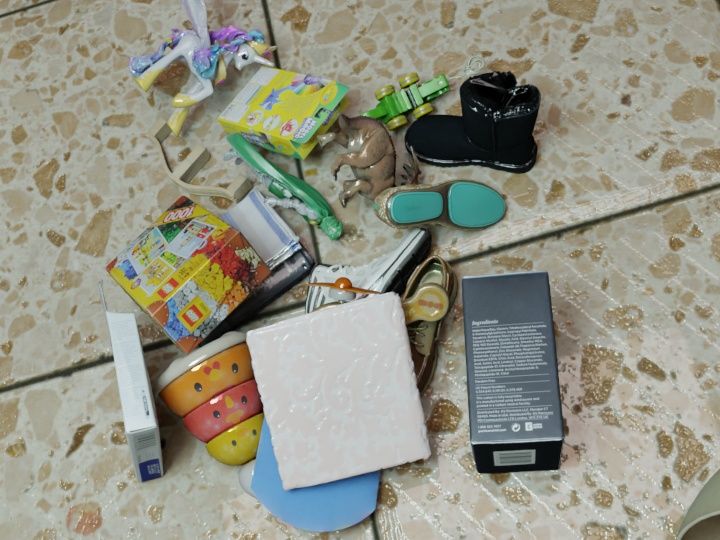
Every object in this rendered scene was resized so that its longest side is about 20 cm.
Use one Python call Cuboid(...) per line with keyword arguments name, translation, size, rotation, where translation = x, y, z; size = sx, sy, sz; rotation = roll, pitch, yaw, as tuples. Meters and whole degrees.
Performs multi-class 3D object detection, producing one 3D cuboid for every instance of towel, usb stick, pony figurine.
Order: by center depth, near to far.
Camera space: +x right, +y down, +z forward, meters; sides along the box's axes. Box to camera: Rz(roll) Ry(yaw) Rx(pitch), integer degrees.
Cuboid(name="towel", translation=(-0.024, 0.144, 1.118), size=(0.187, 0.032, 0.204), rotation=(-13, 97, -3))
Cuboid(name="usb stick", translation=(-0.152, 0.034, 1.298), size=(0.199, 0.033, 0.056), rotation=(-37, 64, -7))
Cuboid(name="towel", translation=(-0.191, -0.020, 1.316), size=(0.199, 0.024, 0.147), rotation=(-36, 48, -5))
Cuboid(name="pony figurine", translation=(-0.247, -0.330, 1.415), size=(0.199, 0.167, 0.194), rotation=(-37, 75, -6))

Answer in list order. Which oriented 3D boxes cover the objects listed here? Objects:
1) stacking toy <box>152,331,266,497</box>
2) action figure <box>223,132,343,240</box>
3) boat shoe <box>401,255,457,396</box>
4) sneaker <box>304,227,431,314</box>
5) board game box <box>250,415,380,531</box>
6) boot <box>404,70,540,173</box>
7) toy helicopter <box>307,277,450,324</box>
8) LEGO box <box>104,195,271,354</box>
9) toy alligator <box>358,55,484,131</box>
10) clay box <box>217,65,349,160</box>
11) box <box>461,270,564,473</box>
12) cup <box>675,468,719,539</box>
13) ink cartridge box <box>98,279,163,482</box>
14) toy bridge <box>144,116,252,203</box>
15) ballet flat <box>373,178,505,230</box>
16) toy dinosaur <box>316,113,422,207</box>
Cuboid(name="stacking toy", translation=(-0.159, 0.193, 1.196), size=(0.145, 0.146, 0.202), rotation=(-31, 82, -4))
Cuboid(name="action figure", translation=(-0.102, -0.111, 1.326), size=(0.199, 0.118, 0.055), rotation=(39, 101, 15))
Cuboid(name="boat shoe", translation=(0.069, 0.071, 1.215), size=(0.074, 0.074, 0.203), rotation=(12, 69, 16))
Cuboid(name="sneaker", translation=(0.000, 0.000, 1.259), size=(0.115, 0.076, 0.201), rotation=(37, 80, 21))
Cuboid(name="board game box", translation=(-0.052, 0.231, 1.183), size=(0.155, 0.039, 0.203), rotation=(13, 59, -7))
Cuboid(name="boot", translation=(0.146, -0.206, 1.271), size=(0.197, 0.169, 0.078), rotation=(12, 69, 16))
Cuboid(name="toy helicopter", translation=(0.013, 0.057, 1.162), size=(0.197, 0.079, 0.134), rotation=(-22, 91, 10))
Cuboid(name="LEGO box", translation=(-0.227, 0.000, 1.220), size=(0.149, 0.078, 0.199), rotation=(-45, 34, -12))
Cuboid(name="toy alligator", translation=(0.086, -0.254, 1.367), size=(0.197, 0.054, 0.060), rotation=(-26, 91, -1))
Cuboid(name="clay box", translation=(-0.104, -0.227, 1.355), size=(0.198, 0.048, 0.115), rotation=(23, 68, 42))
Cuboid(name="box", translation=(0.181, 0.125, 1.129), size=(0.105, 0.149, 0.204), rotation=(-5, 66, 8))
Cuboid(name="cup", translation=(0.447, 0.269, 1.007), size=(0.197, 0.203, 0.144), rotation=(17, 44, 18))
Cuboid(name="ink cartridge box", translation=(-0.286, 0.140, 1.187), size=(0.040, 0.200, 0.203), rotation=(-11, 65, -15))
Cuboid(name="toy bridge", translation=(-0.253, -0.155, 1.404), size=(0.199, 0.027, 0.067), rotation=(35, 77, 24))
Cuboid(name="ballet flat", translation=(0.102, -0.090, 1.260), size=(0.065, 0.197, 0.072), rotation=(15, 102, 58))
Cuboid(name="toy dinosaur", translation=(0.023, -0.150, 1.283), size=(0.134, 0.202, 0.086), rotation=(-23, 34, -2))
